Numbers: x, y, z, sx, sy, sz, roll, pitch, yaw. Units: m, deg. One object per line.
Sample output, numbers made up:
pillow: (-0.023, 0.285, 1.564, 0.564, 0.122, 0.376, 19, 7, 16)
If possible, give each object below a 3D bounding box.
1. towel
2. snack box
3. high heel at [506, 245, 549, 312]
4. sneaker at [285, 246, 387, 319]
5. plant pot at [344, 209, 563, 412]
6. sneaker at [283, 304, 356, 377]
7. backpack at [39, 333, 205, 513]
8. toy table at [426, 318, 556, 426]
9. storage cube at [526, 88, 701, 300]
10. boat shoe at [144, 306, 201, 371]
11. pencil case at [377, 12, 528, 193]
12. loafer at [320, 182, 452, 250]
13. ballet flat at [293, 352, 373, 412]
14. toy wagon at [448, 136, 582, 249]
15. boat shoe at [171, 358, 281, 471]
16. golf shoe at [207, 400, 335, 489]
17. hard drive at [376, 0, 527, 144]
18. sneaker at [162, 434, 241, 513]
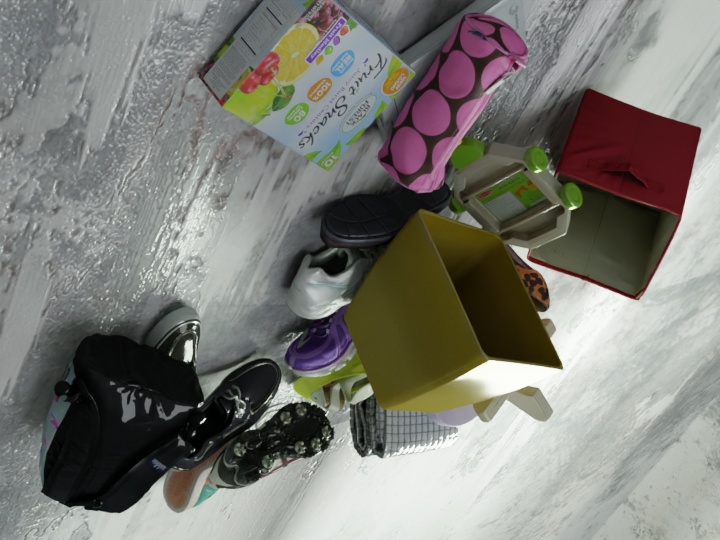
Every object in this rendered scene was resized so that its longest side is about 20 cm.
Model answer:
towel: (0.062, 0.164, 1.572, 0.164, 0.204, 0.085, 1, 177, -42)
snack box: (-0.046, -0.192, 1.060, 0.142, 0.053, 0.199, -45, 151, 12)
high heel: (0.172, 0.028, 1.534, 0.198, 0.143, 0.072, -22, 147, -29)
sneaker: (0.000, 0.000, 1.370, 0.198, 0.071, 0.081, -18, 142, -33)
plant pot: (0.098, 0.072, 1.326, 0.176, 0.202, 0.199, -37, 152, 27)
sneaker: (-0.027, 0.060, 1.440, 0.199, 0.080, 0.084, -40, 140, -19)
backpack: (-0.278, 0.175, 1.206, 0.165, 0.127, 0.201, 24, 119, -17)
toy table: (0.183, 0.131, 1.492, 0.184, 0.116, 0.202, 45, 61, -29)
storage cube: (0.342, -0.104, 1.453, 0.202, 0.168, 0.181, 100, 13, -50)
boat shoe: (-0.223, 0.129, 1.290, 0.070, 0.064, 0.202, -15, 143, -38)
pencil case: (0.098, -0.175, 1.160, 0.090, 0.094, 0.201, -5, 138, -45)
loafer: (0.030, -0.058, 1.327, 0.198, 0.072, 0.063, -22, 152, -35)
ballet flat: (-0.025, 0.158, 1.491, 0.066, 0.068, 0.199, 22, 143, -38)
toy wagon: (0.179, -0.108, 1.364, 0.154, 0.200, 0.040, -26, -151, 45)
boat shoe: (-0.169, 0.183, 1.382, 0.199, 0.073, 0.063, -40, -175, -28)
golf shoe: (-0.121, 0.235, 1.442, 0.198, 0.078, 0.088, -16, 166, -45)
hard drive: (0.101, -0.226, 1.216, 0.199, 0.027, 0.132, -36, 151, -7)
sneaker: (-0.203, 0.252, 1.493, 0.079, 0.072, 0.201, -13, 145, -52)
